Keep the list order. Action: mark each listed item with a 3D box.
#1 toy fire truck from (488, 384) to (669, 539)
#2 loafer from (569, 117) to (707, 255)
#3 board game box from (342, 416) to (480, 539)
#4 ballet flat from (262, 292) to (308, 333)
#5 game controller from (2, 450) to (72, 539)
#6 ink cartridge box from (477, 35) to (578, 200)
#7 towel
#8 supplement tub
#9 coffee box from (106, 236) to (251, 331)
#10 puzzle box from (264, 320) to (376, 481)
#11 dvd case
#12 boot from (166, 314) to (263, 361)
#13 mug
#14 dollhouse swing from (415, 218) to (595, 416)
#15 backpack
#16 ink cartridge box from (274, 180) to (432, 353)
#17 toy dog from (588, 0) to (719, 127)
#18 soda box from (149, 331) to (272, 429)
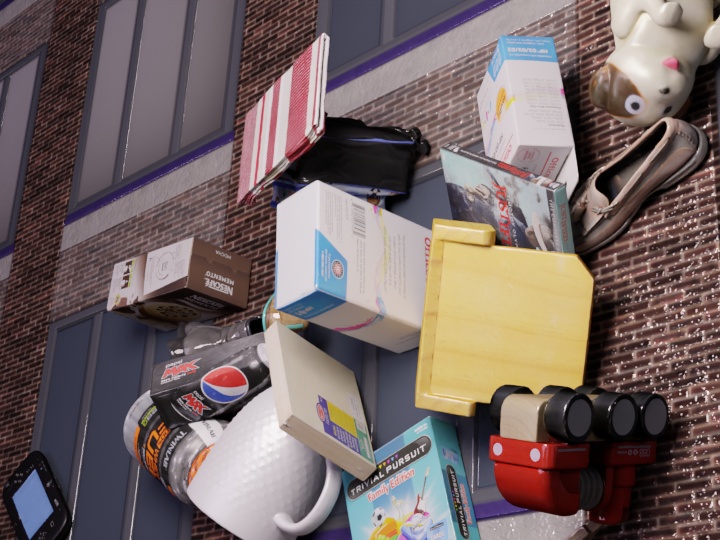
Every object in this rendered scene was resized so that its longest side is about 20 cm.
[{"bbox_3d":[0.196,0.213,1.278,0.129,0.176,0.200,1,88,49],"label":"toy fire truck"},{"bbox_3d":[0.276,-0.094,1.412,0.200,0.063,0.072,-41,44,28],"label":"loafer"},{"bbox_3d":[0.058,0.288,1.485,0.151,0.047,0.200,-37,47,31],"label":"board game box"},{"bbox_3d":[-0.076,0.022,1.741,0.072,0.068,0.200,0,30,9],"label":"ballet flat"},{"bbox_3d":[-0.518,0.376,2.109,0.104,0.042,0.200,-57,40,12],"label":"game controller"},{"bbox_3d":[0.188,-0.154,1.500,0.115,0.068,0.200,107,162,-56],"label":"ink cartridge box"},{"bbox_3d":[-0.093,-0.182,1.614,0.200,0.023,0.144,-38,42,49],"label":"towel"},{"bbox_3d":[-0.226,0.241,1.775,0.200,0.122,0.123,25,91,51],"label":"supplement tub"},{"bbox_3d":[-0.267,0.023,1.938,0.200,0.113,0.080,-16,60,45],"label":"coffee box"},{"bbox_3d":[-0.051,0.152,1.569,0.025,0.133,0.200,-45,26,17],"label":"puzzle box"},{"bbox_3d":[0.166,-0.054,1.479,0.200,0.022,0.146,28,138,50],"label":"dvd case"},{"bbox_3d":[-0.188,0.097,1.841,0.131,0.070,0.200,-18,8,2],"label":"boot"},{"bbox_3d":[-0.093,0.243,1.603,0.175,0.148,0.200,-58,38,-1],"label":"mug"},{"bbox_3d":[0.156,0.053,1.454,0.182,0.176,0.200,-60,-25,-84],"label":"dollhouse swing"},{"bbox_3d":[-0.045,-0.142,1.724,0.190,0.200,0.154,32,110,54],"label":"backpack"},{"bbox_3d":[0.000,0.000,1.576,0.085,0.200,0.145,-28,51,43],"label":"ink cartridge box"},{"bbox_3d":[0.308,-0.252,1.400,0.194,0.139,0.200,-13,62,60],"label":"toy dog"},{"bbox_3d":[-0.171,0.138,1.722,0.200,0.063,0.071,-18,32,6],"label":"soda box"}]
